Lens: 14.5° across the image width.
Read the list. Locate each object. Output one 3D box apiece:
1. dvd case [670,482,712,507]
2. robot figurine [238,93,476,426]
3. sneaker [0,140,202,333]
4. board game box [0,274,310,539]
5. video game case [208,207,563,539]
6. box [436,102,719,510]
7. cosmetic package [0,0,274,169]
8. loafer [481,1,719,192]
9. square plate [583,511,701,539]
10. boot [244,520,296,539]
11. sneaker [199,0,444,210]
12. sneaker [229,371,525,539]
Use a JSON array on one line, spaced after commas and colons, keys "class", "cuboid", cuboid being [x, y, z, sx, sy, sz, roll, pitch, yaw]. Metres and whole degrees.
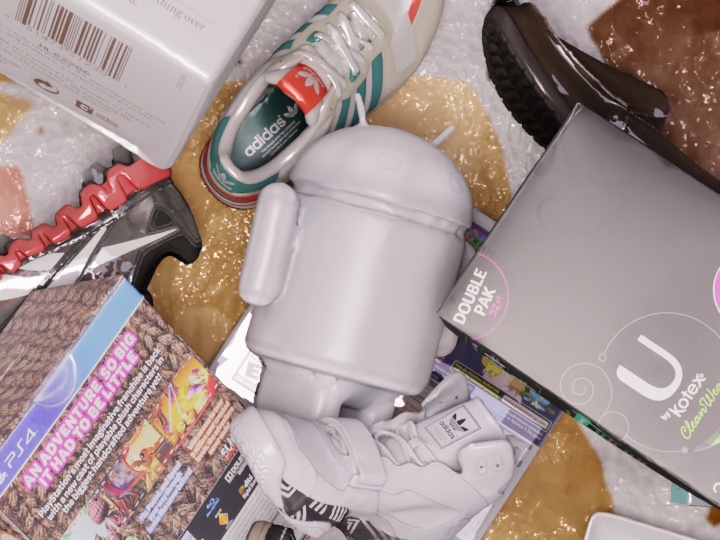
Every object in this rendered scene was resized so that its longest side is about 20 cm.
[{"class": "dvd case", "cuboid": [0.276, 0.076, 1.722, 0.200, 0.022, 0.146, 7, 88, -34]}, {"class": "robot figurine", "cuboid": [0.000, 0.000, 1.684, 0.170, 0.113, 0.200, 18, 87, -42]}, {"class": "sneaker", "cuboid": [-0.179, 0.012, 1.715, 0.200, 0.071, 0.098, -37, 89, -5]}, {"class": "board game box", "cuboid": [-0.142, 0.131, 1.640, 0.200, 0.097, 0.159, 49, 56, -23]}, {"class": "video game case", "cuboid": [0.034, 0.046, 1.753, 0.200, 0.023, 0.182, 33, 87, -1]}, {"class": "box", "cuboid": [0.164, 0.023, 1.603, 0.200, 0.124, 0.149, 34, 89, 5]}, {"class": "cosmetic package", "cuboid": [-0.121, -0.200, 1.652, 0.167, 0.166, 0.200, 31, 70, -2]}, {"class": "loafer", "cuboid": [0.152, -0.092, 1.746, 0.071, 0.073, 0.200, -42, 97, -13]}, {"class": "square plate", "cuboid": [0.211, 0.269, 1.756, 0.198, 0.028, 0.200, 15, 88, -3]}, {"class": "boot", "cuboid": [0.013, 0.230, 1.602, 0.151, 0.073, 0.200, -2, 112, 16]}, {"class": "sneaker", "cuboid": [-0.019, -0.117, 1.717, 0.070, 0.093, 0.200, 44, 87, -2]}, {"class": "sneaker", "cuboid": [0.014, 0.102, 1.622, 0.115, 0.200, 0.075, -41, 50, 9]}]
